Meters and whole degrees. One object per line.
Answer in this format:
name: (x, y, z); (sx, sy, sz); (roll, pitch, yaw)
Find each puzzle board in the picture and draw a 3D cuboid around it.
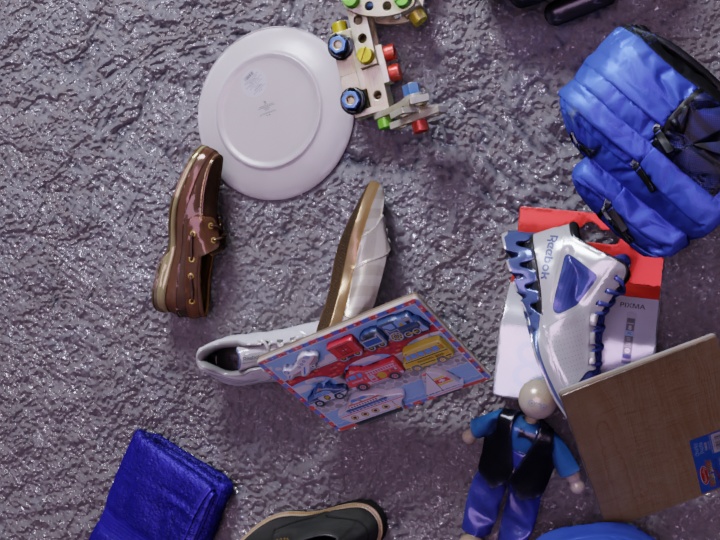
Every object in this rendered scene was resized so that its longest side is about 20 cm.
puzzle board: (0.014, 0.104, 1.015); (0.198, 0.151, 0.018); (-23, 41, 27)
puzzle board: (0.283, 0.158, 0.939); (0.149, 0.017, 0.202); (-22, 124, 6)

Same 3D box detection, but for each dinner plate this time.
dinner plate: (-0.103, -0.184, 1.135); (0.197, 0.024, 0.204); (-1, 87, 17)

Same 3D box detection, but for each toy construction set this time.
toy construction set: (0.033, -0.233, 1.064); (0.129, 0.092, 0.203); (-14, 74, 16)

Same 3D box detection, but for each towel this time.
towel: (-0.247, 0.307, 1.153); (0.146, 0.049, 0.202); (25, 96, 15)

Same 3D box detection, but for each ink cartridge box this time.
ink cartridge box: (0.228, 0.041, 1.012); (0.158, 0.047, 0.204); (7, 93, 18)

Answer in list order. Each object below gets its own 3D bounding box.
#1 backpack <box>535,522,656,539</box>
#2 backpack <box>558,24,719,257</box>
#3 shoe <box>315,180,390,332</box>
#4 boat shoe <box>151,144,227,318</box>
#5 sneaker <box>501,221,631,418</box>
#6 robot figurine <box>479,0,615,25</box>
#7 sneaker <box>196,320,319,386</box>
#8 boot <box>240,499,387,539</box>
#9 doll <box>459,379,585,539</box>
backpack: (0.241, 0.354, 0.937); (0.160, 0.168, 0.203); (-9, 92, 10)
backpack: (0.277, -0.123, 0.933); (0.168, 0.162, 0.200); (-44, 79, 10)
shoe: (0.000, 0.000, 1.066); (0.053, 0.070, 0.203); (19, 72, -11)
boat shoe: (-0.185, -0.042, 1.135); (0.067, 0.072, 0.203); (16, 99, 12)
sneaker: (0.219, 0.038, 0.955); (0.114, 0.080, 0.202); (-20, 78, 16)
robot figurine: (0.197, -0.342, 0.991); (0.197, 0.150, 0.127); (-16, 68, 16)
sneaker: (-0.091, 0.098, 1.091); (0.197, 0.087, 0.076); (-11, 83, 15)
boot: (-0.081, 0.305, 1.055); (0.198, 0.138, 0.078); (-27, 81, 16)
doll: (0.164, 0.205, 1.008); (0.135, 0.048, 0.203); (17, 108, 17)
